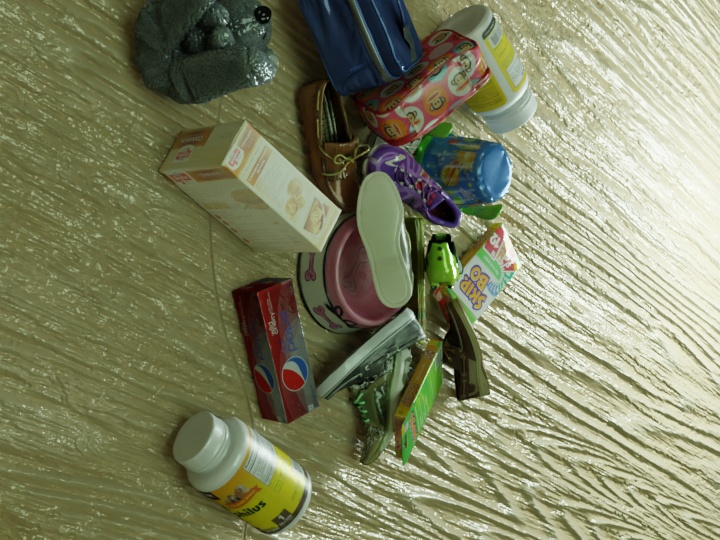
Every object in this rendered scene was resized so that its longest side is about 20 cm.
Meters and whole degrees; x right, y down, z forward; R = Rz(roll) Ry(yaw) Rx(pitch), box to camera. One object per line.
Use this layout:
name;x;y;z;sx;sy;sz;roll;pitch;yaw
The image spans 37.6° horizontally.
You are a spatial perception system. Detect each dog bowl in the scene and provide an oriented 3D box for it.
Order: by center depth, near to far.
dog bowl;0.000;0.000;1.638;0.198;0.073;0.204;-1;92;-42

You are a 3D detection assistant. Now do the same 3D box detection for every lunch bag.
lunch bag;0.006;-0.374;1.556;0.202;0.131;0.136;66;25;-16
lunch bag;0.086;-0.289;1.631;0.199;0.176;0.082;-37;121;-5

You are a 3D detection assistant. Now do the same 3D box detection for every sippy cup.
sippy cup;0.176;-0.163;1.750;0.176;0.129;0.142;7;88;-44

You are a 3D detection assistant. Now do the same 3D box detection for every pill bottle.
pill bottle;-0.166;0.279;1.473;0.200;0.108;0.110;43;64;-34
pill bottle;0.215;-0.338;1.795;0.201;0.113;0.115;52;59;-30

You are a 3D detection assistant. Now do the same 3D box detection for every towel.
towel;0.075;0.016;1.701;0.018;0.086;0.203;-1;92;-29

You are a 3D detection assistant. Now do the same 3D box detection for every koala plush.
koala plush;-0.189;-0.319;1.420;0.179;0.182;0.200;62;33;-10

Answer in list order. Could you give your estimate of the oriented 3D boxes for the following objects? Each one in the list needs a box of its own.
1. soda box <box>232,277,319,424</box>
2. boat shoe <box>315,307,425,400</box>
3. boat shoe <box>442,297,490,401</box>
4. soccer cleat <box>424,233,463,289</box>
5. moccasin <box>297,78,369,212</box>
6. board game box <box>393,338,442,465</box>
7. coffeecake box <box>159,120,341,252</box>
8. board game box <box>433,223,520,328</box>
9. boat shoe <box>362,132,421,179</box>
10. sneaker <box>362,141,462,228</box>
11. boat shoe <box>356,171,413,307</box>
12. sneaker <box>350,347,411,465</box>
soda box;-0.122;0.115;1.537;0.070;0.063;0.203;-22;106;-40
boat shoe;0.016;0.138;1.626;0.199;0.069;0.057;-39;90;-12
boat shoe;0.167;0.141;1.794;0.071;0.072;0.202;-18;124;-1
soccer cleat;0.133;-0.022;1.701;0.200;0.066;0.082;-60;148;-83
moccasin;-0.035;-0.187;1.589;0.073;0.077;0.205;-15;99;-39
board game box;0.092;0.211;1.701;0.201;0.030;0.097;-62;156;-47
coffeecake box;-0.150;-0.109;1.442;0.200;0.152;0.074;42;64;-35
board game box;0.206;0.015;1.851;0.200;0.030;0.096;-45;120;-29
boat shoe;0.064;-0.217;1.693;0.073;0.065;0.202;33;70;-38
sneaker;0.089;-0.132;1.650;0.199;0.083;0.081;32;90;-32
boat shoe;0.038;-0.045;1.583;0.060;0.071;0.205;23;57;-82
sneaker;0.015;0.206;1.681;0.087;0.077;0.203;16;81;-10
